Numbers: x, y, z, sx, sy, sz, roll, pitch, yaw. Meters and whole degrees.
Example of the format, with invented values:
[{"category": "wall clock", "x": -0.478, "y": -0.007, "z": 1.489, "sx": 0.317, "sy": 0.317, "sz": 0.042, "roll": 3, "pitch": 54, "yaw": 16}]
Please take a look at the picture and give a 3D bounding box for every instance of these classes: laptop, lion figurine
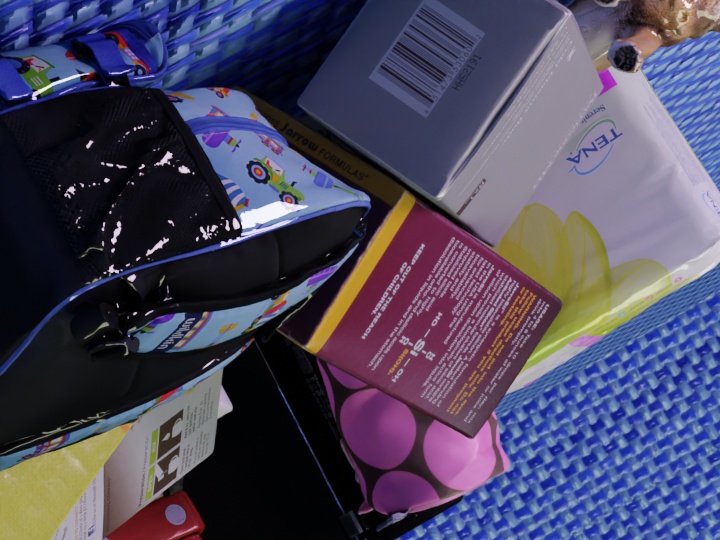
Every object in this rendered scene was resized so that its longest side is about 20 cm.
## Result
[{"category": "laptop", "x": -0.065, "y": 0.101, "z": 1.587, "sx": 0.116, "sy": 0.187, "sz": 0.200, "roll": -29, "pitch": 176, "yaw": 31}, {"category": "lion figurine", "x": 0.119, "y": -0.121, "z": 1.423, "sx": 0.200, "sy": 0.072, "sz": 0.122, "roll": -20, "pitch": -174, "yaw": 25}]

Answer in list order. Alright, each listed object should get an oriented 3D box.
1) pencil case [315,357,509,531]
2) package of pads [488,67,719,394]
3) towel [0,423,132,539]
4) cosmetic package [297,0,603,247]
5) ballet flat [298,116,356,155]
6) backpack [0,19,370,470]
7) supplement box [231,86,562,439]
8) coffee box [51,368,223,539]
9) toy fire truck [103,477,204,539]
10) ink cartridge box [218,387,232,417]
[{"category": "pencil case", "x": 0.012, "y": 0.042, "z": 1.505, "sx": 0.094, "sy": 0.200, "sz": 0.091, "roll": -14, "pitch": -173, "yaw": 34}, {"category": "package of pads", "x": 0.107, "y": -0.027, "z": 1.550, "sx": 0.200, "sy": 0.155, "sz": 0.068, "roll": -34, "pitch": 172, "yaw": 18}, {"category": "towel", "x": -0.145, "y": 0.062, "z": 1.127, "sx": 0.018, "sy": 0.086, "sz": 0.200, "roll": -8, "pitch": -140, "yaw": 49}, {"category": "cosmetic package", "x": 0.047, "y": -0.083, "z": 1.228, "sx": 0.107, "sy": 0.090, "sz": 0.200, "roll": -56, "pitch": 166, "yaw": 3}, {"category": "ballet flat", "x": -0.023, "y": -0.048, "z": 1.336, "sx": 0.200, "sy": 0.067, "sz": 0.070, "roll": -21, "pitch": 150, "yaw": -53}, {"category": "backpack", "x": -0.104, "y": -0.012, "z": 1.049, "sx": 0.200, "sy": 0.135, "sz": 0.183, "roll": -20, "pitch": 165, "yaw": -46}, {"category": "supplement box", "x": 0.000, "y": 0.000, "z": 1.245, "sx": 0.086, "sy": 0.110, "sz": 0.200, "roll": -57, "pitch": 150, "yaw": 1}, {"category": "coffee box", "x": -0.168, "y": 0.080, "z": 1.218, "sx": 0.200, "sy": 0.113, "sz": 0.080, "roll": -38, "pitch": 145, "yaw": -46}, {"category": "toy fire truck", "x": -0.141, "y": 0.211, "z": 1.376, "sx": 0.129, "sy": 0.200, "sz": 0.176, "roll": -21, "pitch": 164, "yaw": -36}, {"category": "ink cartridge box", "x": -0.184, "y": 0.087, "z": 1.456, "sx": 0.200, "sy": 0.083, "sz": 0.145, "roll": -31, "pitch": 169, "yaw": 5}]
